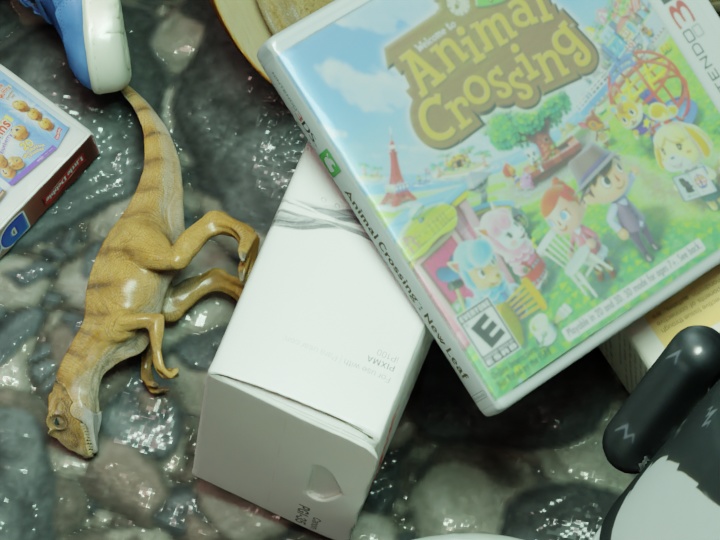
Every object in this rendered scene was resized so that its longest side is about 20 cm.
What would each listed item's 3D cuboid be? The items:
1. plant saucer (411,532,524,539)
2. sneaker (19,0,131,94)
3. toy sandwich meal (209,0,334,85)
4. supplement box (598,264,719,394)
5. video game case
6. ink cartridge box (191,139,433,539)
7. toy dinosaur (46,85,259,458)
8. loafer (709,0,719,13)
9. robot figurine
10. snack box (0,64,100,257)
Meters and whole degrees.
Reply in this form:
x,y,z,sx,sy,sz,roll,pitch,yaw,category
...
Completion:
x,y,z,sx,sy,sz,roll,pitch,yaw,category
0.046,0.214,1.233,0.199,0.050,0.201,-3,63,6,plant saucer
-0.182,-0.159,1.427,0.111,0.077,0.201,-14,59,-7,sneaker
0.016,-0.167,1.378,0.205,0.206,0.070,-38,29,-12,toy sandwich meal
0.176,0.018,1.303,0.126,0.074,0.200,-27,64,-8,supplement box
0.081,-0.064,1.235,0.200,0.022,0.183,-32,88,-26,video game case
0.000,0.000,1.284,0.082,0.147,0.201,22,67,3,ink cartridge box
-0.097,-0.011,1.356,0.106,0.060,0.201,10,65,13,toy dinosaur
0.133,-0.207,1.423,0.076,0.068,0.200,-38,66,-12,loafer
0.165,0.110,1.143,0.124,0.200,0.151,23,42,-13,robot figurine
-0.219,-0.011,1.389,0.072,0.024,0.200,36,72,22,snack box
